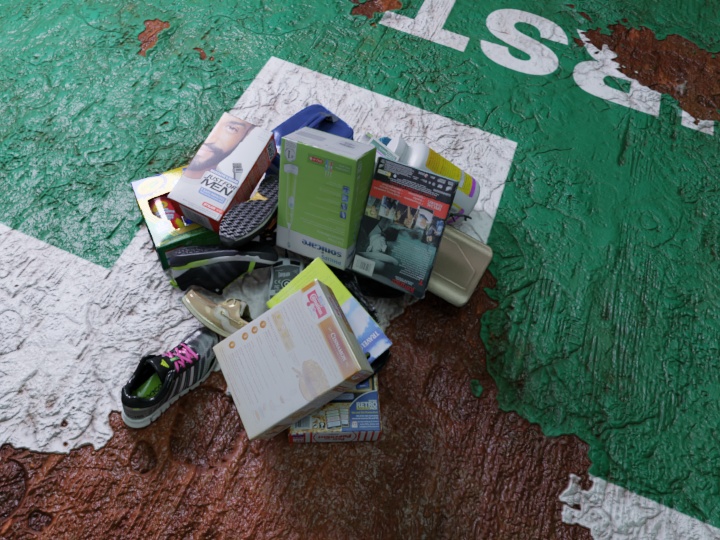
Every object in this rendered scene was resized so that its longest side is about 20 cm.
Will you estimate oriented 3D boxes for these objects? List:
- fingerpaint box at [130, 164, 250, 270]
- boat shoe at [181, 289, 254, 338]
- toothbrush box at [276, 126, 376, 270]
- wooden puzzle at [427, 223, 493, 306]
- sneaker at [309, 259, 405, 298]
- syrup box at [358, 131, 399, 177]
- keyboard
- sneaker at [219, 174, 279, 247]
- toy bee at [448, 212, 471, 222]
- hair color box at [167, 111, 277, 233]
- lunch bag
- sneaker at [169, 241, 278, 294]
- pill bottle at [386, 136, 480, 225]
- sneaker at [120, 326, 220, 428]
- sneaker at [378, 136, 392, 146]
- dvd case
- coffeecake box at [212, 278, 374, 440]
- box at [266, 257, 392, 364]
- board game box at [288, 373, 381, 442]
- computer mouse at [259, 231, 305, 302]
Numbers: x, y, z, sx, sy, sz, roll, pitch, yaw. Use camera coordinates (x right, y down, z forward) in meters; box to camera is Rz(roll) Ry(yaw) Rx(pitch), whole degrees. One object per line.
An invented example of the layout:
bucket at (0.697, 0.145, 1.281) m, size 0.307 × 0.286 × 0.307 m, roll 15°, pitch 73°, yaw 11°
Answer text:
fingerpaint box at (-0.316, -0.119, 1.108) m, size 0.196 × 0.074 × 0.169 m, roll -21°, pitch 62°, yaw -19°
boat shoe at (-0.211, 0.084, 0.980) m, size 0.198 × 0.074 × 0.067 m, roll 33°, pitch 91°, yaw 5°
toothbrush box at (-0.063, -0.126, 0.998) m, size 0.143 × 0.204 × 0.086 m, roll 19°, pitch 30°, yaw 19°
wooden puzzle at (0.147, -0.025, 1.100) m, size 0.182 × 0.038 × 0.200 m, roll 29°, pitch 40°, yaw 12°
sneaker at (0.000, 0.000, 1.078) m, size 0.195 × 0.072 × 0.084 m, roll 11°, pitch 44°, yaw -11°
syrup box at (-0.017, -0.148, 1.070) m, size 0.078 × 0.201 × 0.082 m, roll 36°, pitch 35°, yaw -4°
keyboard at (-0.016, 0.088, 0.985) m, size 0.103 × 0.040 × 0.201 m, roll -36°, pitch 67°, yaw -2°
sneaker at (-0.178, -0.086, 1.030) m, size 0.069 × 0.091 × 0.201 m, roll 17°, pitch 45°, yaw 15°
toy bee at (0.090, -0.066, 1.025) m, size 0.128 × 0.199 × 0.111 m, roll 11°, pitch 98°, yaw -25°
hair color box at (-0.247, -0.178, 1.051) m, size 0.109 × 0.064 × 0.203 m, roll 23°, pitch 68°, yaw 10°
lunch bag at (-0.100, -0.244, 1.179) m, size 0.135 × 0.133 × 0.200 m, roll 37°, pitch 61°, yaw 17°
sneaker at (-0.243, -0.002, 1.035) m, size 0.195 × 0.085 × 0.072 m, roll -4°, pitch 19°, yaw 0°
pill bottle at (0.134, -0.181, 1.141) m, size 0.198 × 0.104 × 0.106 m, roll 30°, pitch 54°, yaw -18°
sneaker at (-0.303, 0.158, 0.921) m, size 0.073 × 0.088 × 0.200 m, roll 36°, pitch 60°, yaw 17°
sneaker at (-0.001, -0.184, 1.189) m, size 0.077 × 0.081 × 0.200 m, roll 44°, pitch 81°, yaw -11°
dvd case at (0.070, -0.072, 0.968) m, size 0.143 × 0.205 × 0.022 m, roll 20°, pitch 14°, yaw 20°
coffeecake box at (-0.103, 0.136, 0.874) m, size 0.198 × 0.073 × 0.156 m, roll -32°, pitch 69°, yaw 8°
box at (-0.050, 0.091, 0.943) m, size 0.121 × 0.048 × 0.200 m, roll -40°, pitch 67°, yaw -6°
board game box at (-0.046, 0.179, 0.962) m, size 0.147 × 0.047 × 0.204 m, roll 1°, pitch 57°, yaw -6°
computer mouse at (-0.138, 0.009, 1.065) m, size 0.107 × 0.044 × 0.204 m, roll -1°, pitch 55°, yaw -4°
